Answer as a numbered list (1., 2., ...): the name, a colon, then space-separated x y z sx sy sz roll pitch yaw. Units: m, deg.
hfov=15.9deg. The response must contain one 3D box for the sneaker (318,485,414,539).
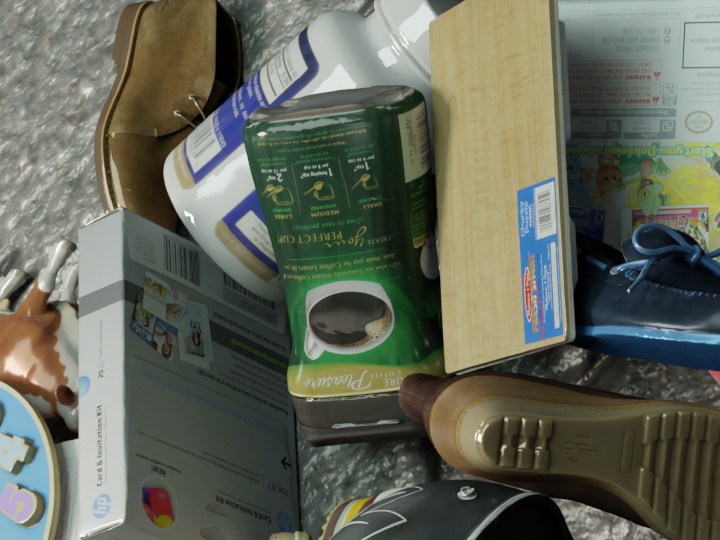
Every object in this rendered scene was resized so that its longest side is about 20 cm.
1. sneaker: 0.017 0.214 1.419 0.090 0.075 0.201 -16 61 40

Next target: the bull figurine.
1. bull figurine: -0.227 0.047 1.711 0.199 0.065 0.122 -1 65 37

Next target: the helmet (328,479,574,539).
1. helmet: 0.048 0.208 1.298 0.200 0.200 0.191 -46 79 13

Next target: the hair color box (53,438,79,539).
1. hair color box: -0.213 0.177 1.638 0.199 0.064 0.111 -13 62 33

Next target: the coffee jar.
1. coffee jar: 0.000 0.000 1.467 0.104 0.085 0.201 -6 102 16

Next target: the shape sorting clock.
1. shape sorting clock: -0.270 0.161 1.622 0.199 0.039 0.201 -19 58 33

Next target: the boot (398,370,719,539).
1. boot: 0.127 0.090 1.371 0.166 0.199 0.073 -153 78 -78

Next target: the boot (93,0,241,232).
1. boot: -0.124 -0.096 1.693 0.075 0.074 0.201 -10 61 25

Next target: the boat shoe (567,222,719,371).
1. boat shoe: 0.146 0.007 1.303 0.200 0.084 0.069 9 80 56

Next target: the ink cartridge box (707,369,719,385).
1. ink cartridge box: 0.292 0.033 1.270 0.200 0.085 0.146 -46 48 11

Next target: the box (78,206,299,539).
1. box: -0.101 0.082 1.525 0.041 0.156 0.201 -24 57 32

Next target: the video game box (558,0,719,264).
1. video game box: 0.148 -0.056 1.407 0.199 0.047 0.183 3 88 32

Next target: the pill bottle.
1. pill bottle: -0.011 -0.086 1.555 0.200 0.120 0.120 -40 49 18

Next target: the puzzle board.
1. puzzle board: 0.077 -0.052 1.371 0.151 0.017 0.201 159 110 -66

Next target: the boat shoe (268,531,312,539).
1. boat shoe: -0.088 0.233 1.476 0.201 0.065 0.072 -63 5 13
